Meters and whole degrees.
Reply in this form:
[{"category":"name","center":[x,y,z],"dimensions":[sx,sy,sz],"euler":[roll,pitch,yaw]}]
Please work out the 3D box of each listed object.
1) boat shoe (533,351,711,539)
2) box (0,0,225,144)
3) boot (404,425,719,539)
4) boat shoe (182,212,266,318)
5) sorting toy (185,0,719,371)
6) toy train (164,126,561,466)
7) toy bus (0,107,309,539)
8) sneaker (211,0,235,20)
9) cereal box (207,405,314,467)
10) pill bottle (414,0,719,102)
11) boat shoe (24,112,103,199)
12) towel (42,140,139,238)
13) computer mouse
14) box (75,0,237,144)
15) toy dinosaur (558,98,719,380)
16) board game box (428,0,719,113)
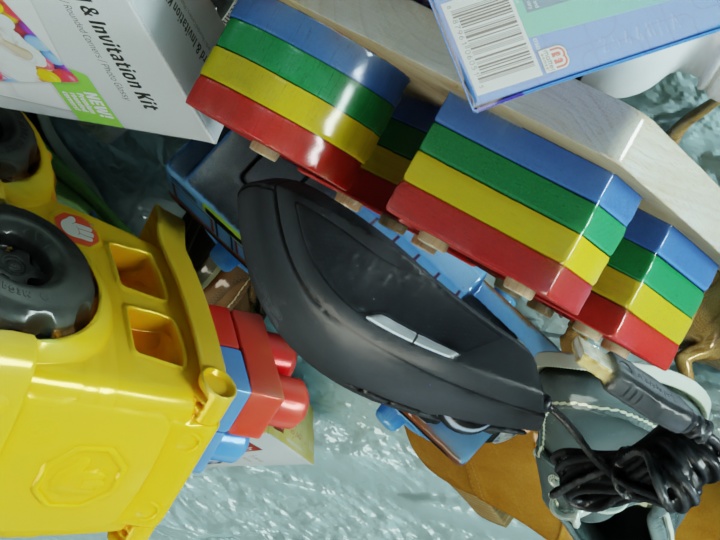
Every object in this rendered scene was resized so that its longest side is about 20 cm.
[{"category":"boat shoe","center":[0.110,0.085,0.931],"dimensions":[0.073,0.062,0.200],"euler":[9,163,15]},{"category":"box","center":[-0.159,-0.119,0.827],"dimensions":[0.200,0.041,0.156],"euler":[10,154,23]},{"category":"boot","center":[0.098,0.088,1.077],"dimensions":[0.201,0.071,0.144],"euler":[10,148,39]},{"category":"boat shoe","center":[-0.077,0.014,1.129],"dimensions":[0.068,0.072,0.200],"euler":[31,160,-12]},{"category":"sorting toy","center":[0.036,-0.041,0.815],"dimensions":[0.199,0.070,0.200],"euler":[29,-179,27]},{"category":"toy train","center":[0.000,0.000,0.964],"dimensions":[0.200,0.087,0.114],"euler":[44,173,6]},{"category":"toy bus","center":[-0.123,0.021,0.944],"dimensions":[0.192,0.200,0.136],"euler":[9,129,-29]},{"category":"sneaker","center":[-0.115,-0.133,0.910],"dimensions":[0.081,0.084,0.200],"euler":[35,153,-29]},{"category":"cereal box","center":[-0.133,0.085,1.186],"dimensions":[0.199,0.040,0.144],"euler":[-2,169,9]},{"category":"pill bottle","center":[0.060,-0.132,0.731],"dimensions":[0.200,0.113,0.113],"euler":[27,150,3]},{"category":"boat shoe","center":[-0.182,-0.051,1.116],"dimensions":[0.075,0.062,0.200],"euler":[18,148,21]},{"category":"towel","center":[-0.182,-0.009,1.082],"dimensions":[0.149,0.031,0.200],"euler":[45,148,-17]},{"category":"computer mouse","center":[0.038,0.037,0.790],"dimensions":[0.200,0.046,0.140],"euler":[39,162,-13]},{"category":"box","center":[-0.077,-0.108,0.960],"dimensions":[0.039,0.041,0.200],"euler":[38,149,-17]},{"category":"toy dinosaur","center":[0.131,-0.001,0.946],"dimensions":[0.106,0.060,0.200],"euler":[-18,129,13]},{"category":"board game box","center":[0.098,-0.147,0.623],"dimensions":[0.200,0.045,0.152],"euler":[-16,108,24]}]
